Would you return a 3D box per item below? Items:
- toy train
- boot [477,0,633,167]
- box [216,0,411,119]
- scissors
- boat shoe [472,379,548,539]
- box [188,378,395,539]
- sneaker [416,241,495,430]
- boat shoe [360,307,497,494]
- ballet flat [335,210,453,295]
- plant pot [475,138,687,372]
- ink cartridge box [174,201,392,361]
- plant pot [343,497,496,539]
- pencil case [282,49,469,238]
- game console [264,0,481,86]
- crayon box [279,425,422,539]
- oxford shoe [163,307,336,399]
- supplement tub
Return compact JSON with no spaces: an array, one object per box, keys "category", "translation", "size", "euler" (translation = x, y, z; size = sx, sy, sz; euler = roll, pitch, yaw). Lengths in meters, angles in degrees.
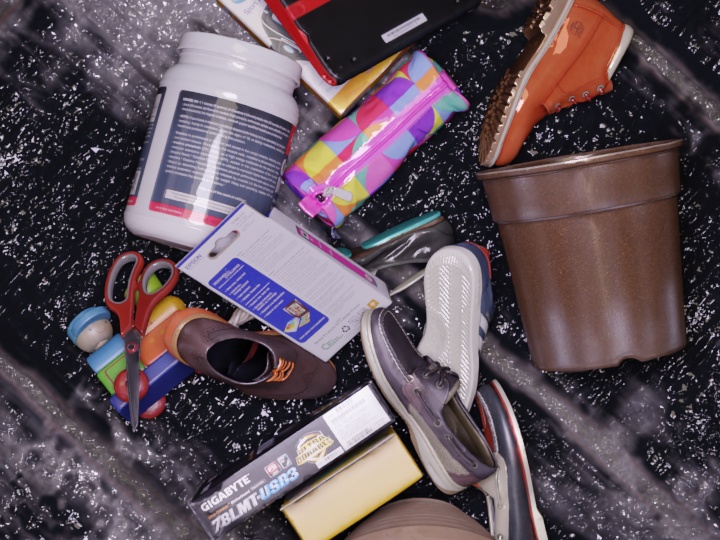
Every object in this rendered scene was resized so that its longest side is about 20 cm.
[{"category":"toy train","translation":[-0.184,0.045,1.683],"size":[0.200,0.085,0.116],"euler":[-40,72,-6]},{"category":"boot","translation":[0.194,-0.179,1.699],"size":[0.107,0.075,0.200],"euler":[28,94,-14]},{"category":"box","translation":[-0.051,-0.263,1.717],"size":[0.200,0.041,0.119],"euler":[44,87,5]},{"category":"scissors","translation":[-0.223,0.066,1.632],"size":[0.073,0.014,0.200],"euler":[2,57,13]},{"category":"boat shoe","translation":[0.137,0.209,1.675],"size":[0.062,0.071,0.200],"euler":[-14,91,2]},{"category":"box","translation":[-0.062,0.173,1.608],"size":[0.198,0.200,0.050],"euler":[-32,88,-1]},{"category":"sneaker","translation":[0.097,0.066,1.685],"size":[0.075,0.085,0.200],"euler":[17,111,20]},{"category":"boat shoe","translation":[0.067,0.118,1.628],"size":[0.065,0.072,0.200],"euler":[-23,99,26]},{"category":"ballet flat","translation":[0.000,0.000,1.688],"size":[0.200,0.068,0.068],"euler":[-16,99,-1]},{"category":"plant pot","translation":[0.224,-0.013,1.636],"size":[0.200,0.200,0.199],"euler":[-10,95,-1]},{"category":"ink cartridge box","translation":[-0.072,0.006,1.610],"size":[0.095,0.037,0.200],"euler":[-42,128,19]},{"category":"plant pot","translation":[0.055,0.283,1.634],"size":[0.201,0.201,0.093],"euler":[-1,47,0]},{"category":"pencil case","translation":[0.014,-0.126,1.686],"size":[0.200,0.088,0.088],"euler":[-45,88,-4]},{"category":"game console","translation":[-0.001,-0.292,1.687],"size":[0.200,0.031,0.177],"euler":[-32,85,-24]},{"category":"crayon box","translation":[-0.009,0.203,1.606],"size":[0.126,0.200,0.052],"euler":[-33,87,-2]},{"category":"oxford shoe","translation":[-0.093,0.094,1.634],"size":[0.200,0.073,0.071],"euler":[17,98,-39]},{"category":"supplement tub","translation":[-0.140,-0.117,1.655],"size":[0.140,0.140,0.200],"euler":[15,87,1]}]
